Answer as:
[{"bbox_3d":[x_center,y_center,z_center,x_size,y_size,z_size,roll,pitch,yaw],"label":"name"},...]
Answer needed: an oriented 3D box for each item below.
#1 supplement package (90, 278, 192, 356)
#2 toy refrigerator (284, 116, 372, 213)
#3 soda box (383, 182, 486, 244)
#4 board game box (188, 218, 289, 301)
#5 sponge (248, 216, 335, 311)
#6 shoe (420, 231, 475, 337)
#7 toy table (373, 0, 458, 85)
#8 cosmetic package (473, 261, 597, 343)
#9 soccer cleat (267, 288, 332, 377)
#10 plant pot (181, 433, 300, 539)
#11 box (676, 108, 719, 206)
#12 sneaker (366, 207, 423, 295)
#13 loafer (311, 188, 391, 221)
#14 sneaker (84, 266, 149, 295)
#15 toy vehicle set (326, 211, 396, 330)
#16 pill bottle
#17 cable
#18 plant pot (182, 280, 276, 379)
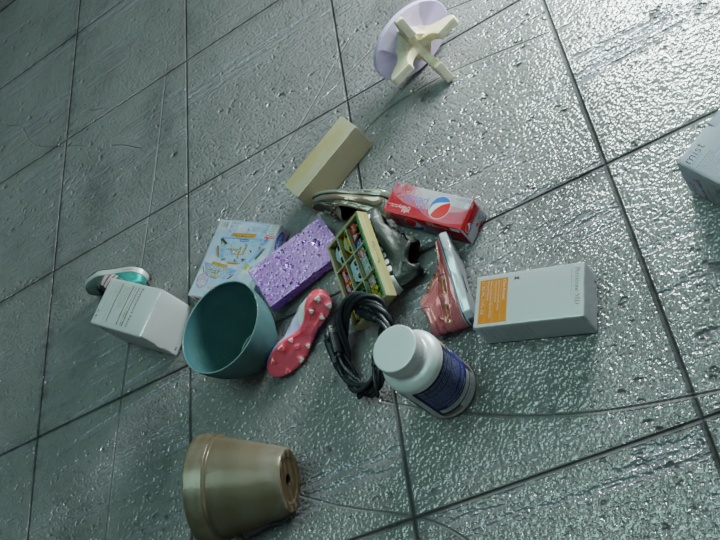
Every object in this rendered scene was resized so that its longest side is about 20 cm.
[{"bbox_3d":[-0.503,0.106,2.011,0.199,0.121,0.121,10,70,39],"label":"supplement package"},{"bbox_3d":[-0.072,-0.235,1.922,0.200,0.076,0.070,-50,46,2],"label":"toy refrigerator"},{"bbox_3d":[0.143,-0.114,1.699,0.199,0.063,0.071,18,76,41],"label":"soda box"},{"bbox_3d":[-0.277,-0.015,1.969,0.199,0.041,0.201,8,70,39],"label":"board game box"},{"bbox_3d":[-0.135,-0.014,1.846,0.199,0.030,0.112,-37,57,3],"label":"sponge"},{"bbox_3d":[0.150,0.025,1.605,0.090,0.071,0.202,-24,57,17],"label":"shoe"},{"bbox_3d":[0.123,-0.488,1.869,0.201,0.183,0.117,-56,29,12],"label":"toy table"},{"bbox_3d":[0.297,0.057,1.478,0.198,0.071,0.102,-10,59,32],"label":"cosmetic package"},{"bbox_3d":[-0.124,0.127,1.768,0.201,0.066,0.076,-58,15,2],"label":"soccer cleat"},{"bbox_3d":[-0.209,0.396,1.596,0.172,0.200,0.202,-8,58,14],"label":"plant pot"},{"bbox_3d":[0.632,-0.188,1.353,0.201,0.097,0.176,-51,46,1],"label":"box"},{"bbox_3d":[0.072,-0.051,1.714,0.090,0.066,0.201,-28,57,14],"label":"sneaker"},{"bbox_3d":[-0.024,-0.133,1.835,0.198,0.072,0.064,-1,71,33],"label":"loafer"},{"bbox_3d":[-0.621,0.066,2.156,0.198,0.084,0.122,-12,49,30],"label":"sneaker"},{"bbox_3d":[0.000,0.000,1.709,0.124,0.026,0.201,-49,49,40],"label":"toy vehicle set"},{"bbox_3d":[0.106,0.168,1.467,0.110,0.200,0.112,-17,55,27],"label":"pill bottle"},{"bbox_3d":[0.009,0.142,1.616,0.163,0.050,0.201,-45,51,29],"label":"cable"},{"bbox_3d":[-0.249,0.141,1.792,0.198,0.135,0.202,-18,55,28],"label":"plant pot"}]
